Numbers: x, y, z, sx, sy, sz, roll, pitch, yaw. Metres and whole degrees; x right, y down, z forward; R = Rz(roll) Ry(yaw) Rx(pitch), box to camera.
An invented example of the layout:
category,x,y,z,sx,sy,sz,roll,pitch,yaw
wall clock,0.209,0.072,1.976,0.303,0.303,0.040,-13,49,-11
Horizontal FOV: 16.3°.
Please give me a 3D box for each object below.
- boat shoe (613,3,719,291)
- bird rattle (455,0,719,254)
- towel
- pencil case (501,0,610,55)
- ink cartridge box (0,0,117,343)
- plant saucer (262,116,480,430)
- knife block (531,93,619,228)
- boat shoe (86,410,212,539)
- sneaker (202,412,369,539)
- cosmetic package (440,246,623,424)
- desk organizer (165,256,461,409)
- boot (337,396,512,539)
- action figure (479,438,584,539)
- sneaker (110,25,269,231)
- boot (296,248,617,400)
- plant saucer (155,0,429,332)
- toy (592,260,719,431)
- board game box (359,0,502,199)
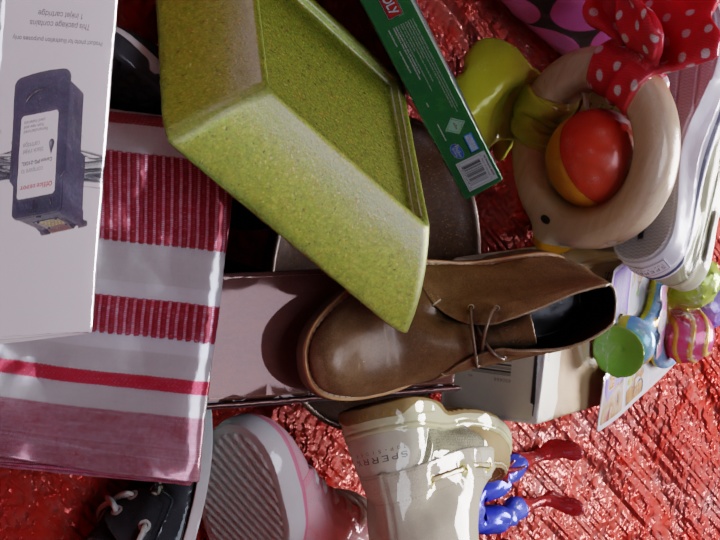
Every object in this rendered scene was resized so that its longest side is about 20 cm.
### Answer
category,x,y,z,sx,sy,sz,roll,pitch,yaw
boat shoe,0.210,-0.082,1.654,0.062,0.072,0.201,35,63,-47
bird rattle,0.155,-0.097,1.614,0.113,0.200,0.164,6,69,-54
towel,-0.146,0.012,1.363,0.144,0.023,0.201,6,93,-13
pencil case,0.145,-0.198,1.674,0.200,0.091,0.094,38,45,-48
ink cartridge box,-0.202,-0.072,1.249,0.084,0.145,0.201,-1,98,-49
plant saucer,0.000,0.000,1.579,0.200,0.037,0.201,-13,107,-48
knife block,0.220,-0.068,1.797,0.176,0.064,0.200,46,63,-43
boat shoe,-0.128,0.160,1.440,0.060,0.076,0.201,13,69,-12
sneaker,-0.036,0.145,1.531,0.105,0.075,0.201,-41,138,-35
cosmetic package,0.130,0.038,1.676,0.200,0.071,0.106,-11,106,-62
desk organizer,-0.041,0.033,1.465,0.199,0.072,0.077,-2,100,-32
boot,0.051,0.162,1.532,0.200,0.072,0.155,22,56,-67
action figure,0.081,0.160,1.698,0.200,0.052,0.066,-13,111,-45
sneaker,-0.102,-0.096,1.437,0.200,0.072,0.083,41,43,-46
boot,0.058,0.030,1.442,0.200,0.075,0.074,-15,106,-28
plant saucer,-0.030,-0.091,1.405,0.200,0.048,0.200,40,26,-34
toy,0.218,0.029,1.708,0.200,0.047,0.116,-28,127,-56
board game box,0.021,-0.155,1.511,0.029,0.135,0.200,-26,127,5
